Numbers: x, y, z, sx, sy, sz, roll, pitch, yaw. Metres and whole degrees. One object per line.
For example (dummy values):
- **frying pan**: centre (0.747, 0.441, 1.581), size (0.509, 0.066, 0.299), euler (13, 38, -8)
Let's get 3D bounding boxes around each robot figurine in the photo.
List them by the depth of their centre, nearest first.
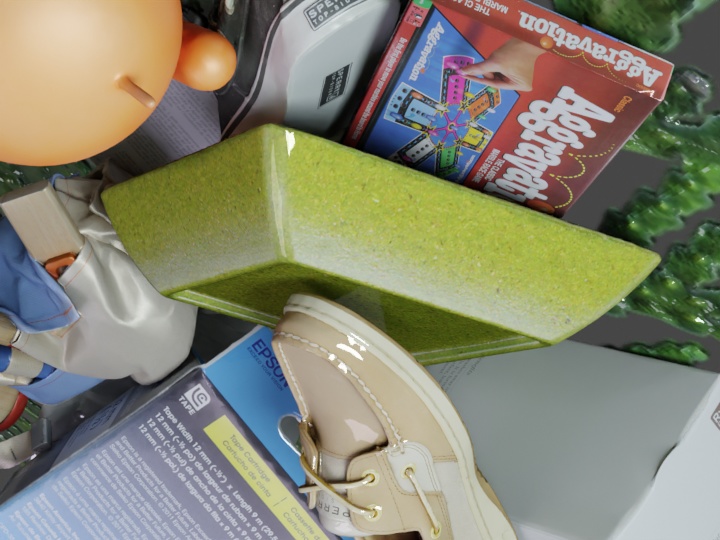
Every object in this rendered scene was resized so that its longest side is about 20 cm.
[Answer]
- **robot figurine**: centre (-0.133, -0.115, 0.891), size (0.144, 0.117, 0.200), euler (59, -176, -31)

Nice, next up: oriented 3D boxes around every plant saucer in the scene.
- **plant saucer**: centre (0.000, 0.000, 0.999), size (0.200, 0.048, 0.200), euler (17, 166, -25)

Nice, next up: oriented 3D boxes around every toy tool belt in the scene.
- **toy tool belt**: centre (-0.184, 0.016, 1.132), size (0.123, 0.125, 0.200), euler (23, 138, -40)

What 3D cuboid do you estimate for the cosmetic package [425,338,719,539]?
- **cosmetic package**: centre (0.099, 0.099, 1.101), size (0.200, 0.113, 0.081), euler (16, 151, 50)

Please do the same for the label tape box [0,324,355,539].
- **label tape box**: centre (-0.076, 0.122, 1.149), size (0.143, 0.200, 0.066), euler (51, -160, -11)

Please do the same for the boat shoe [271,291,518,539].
- **boat shoe**: centre (0.009, 0.094, 0.991), size (0.074, 0.069, 0.200), euler (16, 148, 45)

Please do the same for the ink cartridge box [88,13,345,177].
- **ink cartridge box**: centre (-0.049, -0.070, 1.094), size (0.200, 0.057, 0.163), euler (-14, 130, 39)

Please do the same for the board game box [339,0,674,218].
- **board game box**: centre (0.052, -0.062, 0.916), size (0.103, 0.019, 0.200), euler (22, 161, -3)

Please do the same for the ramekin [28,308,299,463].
- **ramekin**: centre (-0.101, 0.079, 1.276), size (0.098, 0.201, 0.200), euler (22, 157, 15)

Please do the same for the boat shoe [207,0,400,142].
- **boat shoe**: centre (-0.031, -0.097, 0.947), size (0.064, 0.071, 0.200), euler (58, 160, 10)
